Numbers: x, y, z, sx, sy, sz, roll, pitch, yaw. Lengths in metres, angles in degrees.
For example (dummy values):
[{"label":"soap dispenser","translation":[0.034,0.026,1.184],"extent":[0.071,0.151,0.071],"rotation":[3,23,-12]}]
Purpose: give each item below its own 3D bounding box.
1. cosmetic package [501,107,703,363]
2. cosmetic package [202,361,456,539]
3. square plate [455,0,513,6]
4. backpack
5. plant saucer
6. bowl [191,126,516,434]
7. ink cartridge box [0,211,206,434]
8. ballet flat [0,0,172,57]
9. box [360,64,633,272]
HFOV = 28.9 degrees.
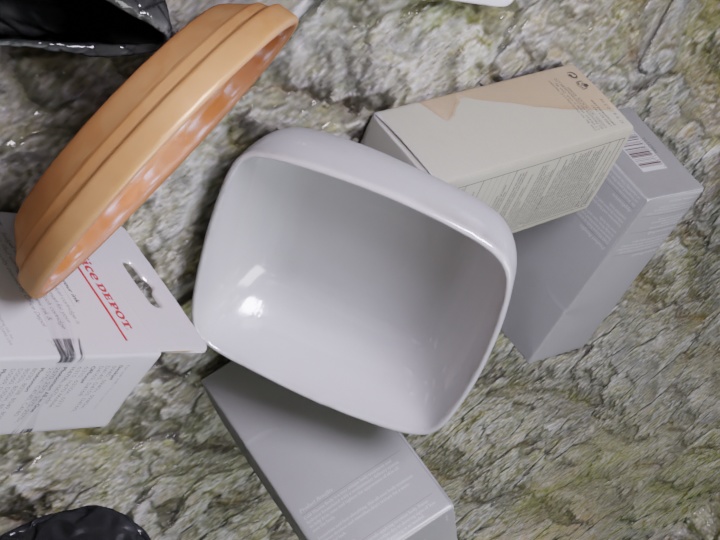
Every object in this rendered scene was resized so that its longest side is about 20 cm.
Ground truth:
[{"label":"cosmetic package","translation":[0.183,-0.028,1.183],"extent":[0.090,0.107,0.200],"rotation":[-13,146,-41]},{"label":"cosmetic package","translation":[-0.024,0.144,1.071],"extent":[0.107,0.200,0.090],"rotation":[-30,150,-10]},{"label":"square plate","translation":[0.075,-0.241,0.788],"extent":[0.198,0.028,0.200],"rotation":[-6,139,-49]},{"label":"backpack","translation":[-0.232,0.271,1.107],"extent":[0.167,0.127,0.200],"rotation":[-17,149,-16]},{"label":"plant saucer","translation":[-0.112,-0.069,0.728],"extent":[0.200,0.037,0.200],"rotation":[-46,-174,6]},{"label":"bowl","translation":[0.000,0.000,0.929],"extent":[0.075,0.200,0.200],"rotation":[-62,175,-46]},{"label":"ink cartridge box","translation":[-0.194,0.028,0.774],"extent":[0.200,0.116,0.067],"rotation":[4,132,-54]},{"label":"ballet flat","translation":[-0.170,-0.124,0.627],"extent":[0.200,0.057,0.066],"rotation":[-13,143,-42]},{"label":"box","translation":[0.092,-0.077,1.016],"extent":[0.200,0.078,0.095],"rotation":[-17,147,-37]}]
